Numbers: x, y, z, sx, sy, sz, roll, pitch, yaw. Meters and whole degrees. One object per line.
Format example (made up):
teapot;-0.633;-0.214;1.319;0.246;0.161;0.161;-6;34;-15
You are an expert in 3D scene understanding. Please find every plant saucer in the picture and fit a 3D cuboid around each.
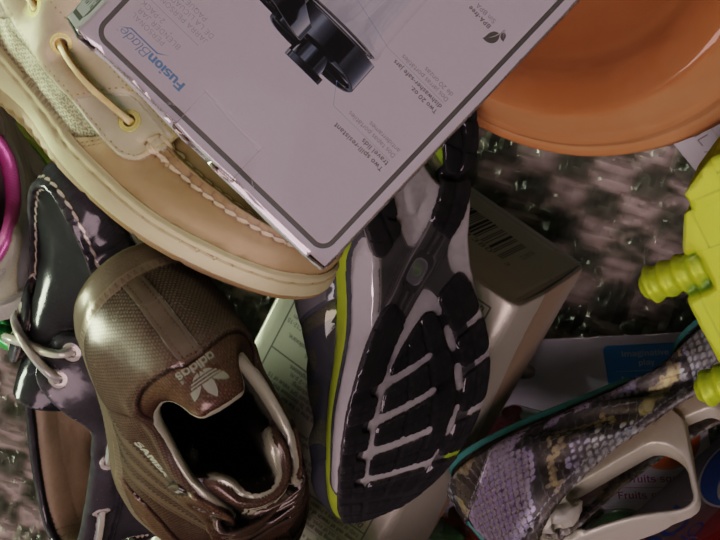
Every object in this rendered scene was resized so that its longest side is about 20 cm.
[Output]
plant saucer;0.075;-0.136;0.995;0.199;0.037;0.201;9;110;25

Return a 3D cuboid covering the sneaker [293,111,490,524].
sneaker;0.000;0.000;1.051;0.081;0.074;0.201;26;121;49

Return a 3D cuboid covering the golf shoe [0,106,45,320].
golf shoe;-0.173;-0.077;1.079;0.075;0.092;0.201;-27;87;-3

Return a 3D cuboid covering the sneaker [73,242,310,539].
sneaker;-0.054;0.074;1.024;0.070;0.076;0.200;-34;144;-7

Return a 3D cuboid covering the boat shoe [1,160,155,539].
boat shoe;-0.107;0.037;1.066;0.060;0.074;0.201;-26;143;-20

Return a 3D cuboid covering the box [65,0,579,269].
box;0.011;-0.113;0.909;0.117;0.060;0.200;42;90;-15

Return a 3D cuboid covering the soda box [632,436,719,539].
soda box;0.151;0.124;1.134;0.200;0.070;0.063;-41;115;-7

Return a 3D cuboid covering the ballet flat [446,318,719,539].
ballet flat;0.133;0.061;1.112;0.200;0.072;0.072;-31;118;-1

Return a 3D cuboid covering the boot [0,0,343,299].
boot;-0.055;-0.102;0.969;0.200;0.073;0.156;42;113;13

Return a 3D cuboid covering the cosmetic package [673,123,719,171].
cosmetic package;0.208;-0.098;1.017;0.200;0.074;0.102;-31;113;33

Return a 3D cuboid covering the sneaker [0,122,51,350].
sneaker;-0.123;0.019;1.181;0.074;0.084;0.200;-34;113;32

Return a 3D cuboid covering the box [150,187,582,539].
box;-0.001;0.061;1.142;0.095;0.078;0.200;36;115;14

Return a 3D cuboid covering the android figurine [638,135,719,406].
android figurine;0.197;-0.010;0.977;0.199;0.041;0.183;-21;106;24

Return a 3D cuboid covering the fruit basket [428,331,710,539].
fruit basket;0.068;0.121;1.208;0.184;0.094;0.201;-2;122;17
